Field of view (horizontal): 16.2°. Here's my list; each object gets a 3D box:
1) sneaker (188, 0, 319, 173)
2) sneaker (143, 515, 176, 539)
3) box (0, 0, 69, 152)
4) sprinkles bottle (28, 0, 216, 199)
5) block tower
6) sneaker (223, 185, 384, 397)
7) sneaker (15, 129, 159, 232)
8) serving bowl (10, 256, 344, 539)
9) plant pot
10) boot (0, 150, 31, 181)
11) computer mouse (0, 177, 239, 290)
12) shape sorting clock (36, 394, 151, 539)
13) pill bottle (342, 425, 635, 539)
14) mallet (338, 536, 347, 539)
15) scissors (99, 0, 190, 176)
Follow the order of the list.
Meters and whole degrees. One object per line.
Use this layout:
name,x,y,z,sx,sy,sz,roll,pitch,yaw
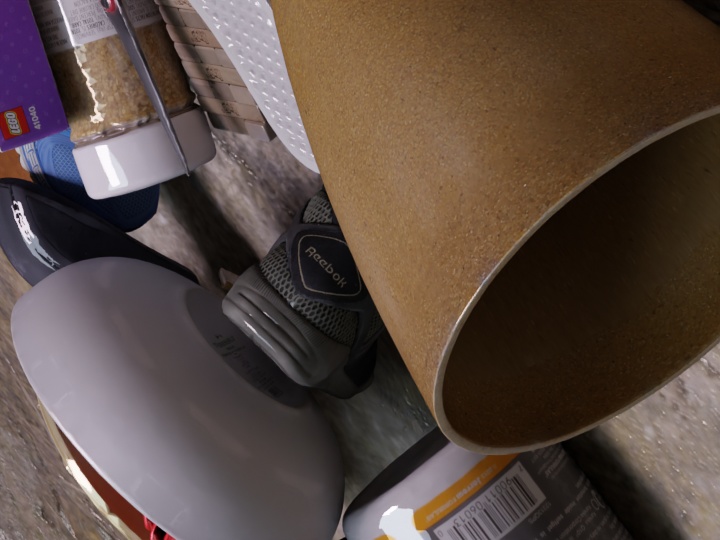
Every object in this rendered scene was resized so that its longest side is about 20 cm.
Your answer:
sneaker,-0.038,-0.145,1.114,0.078,0.079,0.201,-10,114,58
sneaker,-0.106,0.117,1.309,0.115,0.078,0.200,39,-167,-12
box,-0.202,-0.159,1.246,0.137,0.039,0.201,-168,60,-74
sprinkles bottle,-0.132,-0.138,1.228,0.068,0.068,0.201,-6,104,59
block tower,-0.071,-0.153,1.182,0.054,0.058,0.201,15,138,50
sneaker,0.000,0.000,1.241,0.076,0.114,0.199,45,-179,9
sneaker,-0.136,-0.092,1.337,0.089,0.078,0.201,34,149,35
serving bowl,-0.077,0.061,1.260,0.200,0.066,0.200,41,-165,-13
plant pot,0.053,-0.062,0.995,0.200,0.186,0.187,52,157,30
boot,-0.251,-0.099,1.553,0.188,0.069,0.200,-5,128,50
computer mouse,-0.114,0.012,1.378,0.199,0.046,0.140,31,163,-23
shape sorting clock,-0.111,0.100,1.445,0.039,0.200,0.200,-36,94,23
pill bottle,0.091,0.169,1.267,0.200,0.116,0.116,53,153,-3
mallet,0.021,0.177,1.373,0.066,0.041,0.200,59,-171,12
scissors,-0.124,-0.139,1.183,0.073,0.014,0.201,13,128,43
